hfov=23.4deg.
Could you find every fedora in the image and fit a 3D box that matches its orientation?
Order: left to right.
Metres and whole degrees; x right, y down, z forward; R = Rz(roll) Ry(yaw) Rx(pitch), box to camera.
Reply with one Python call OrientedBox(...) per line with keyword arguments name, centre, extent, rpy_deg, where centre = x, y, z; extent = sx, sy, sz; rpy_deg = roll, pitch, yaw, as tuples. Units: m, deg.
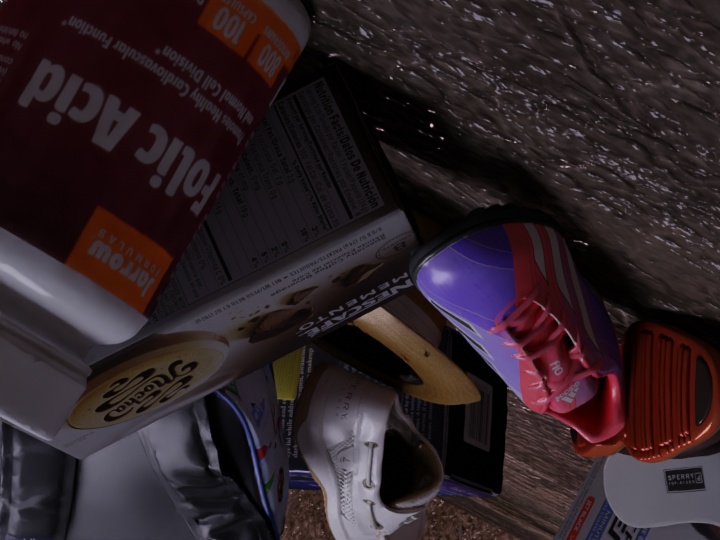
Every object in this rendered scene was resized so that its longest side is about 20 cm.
OrientedBox(name="fedora", centre=(0.000, 0.000, 0.972), extent=(0.200, 0.082, 0.201), rpy_deg=(30, 170, 6))

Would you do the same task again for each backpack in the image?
OrientedBox(name="backpack", centre=(-0.126, 0.081, 0.988), extent=(0.198, 0.155, 0.191), rpy_deg=(-1, 141, 1))

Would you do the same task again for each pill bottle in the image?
OrientedBox(name="pill bottle", centre=(-0.114, -0.043, 0.694), extent=(0.114, 0.201, 0.114), rpy_deg=(28, 172, 4))

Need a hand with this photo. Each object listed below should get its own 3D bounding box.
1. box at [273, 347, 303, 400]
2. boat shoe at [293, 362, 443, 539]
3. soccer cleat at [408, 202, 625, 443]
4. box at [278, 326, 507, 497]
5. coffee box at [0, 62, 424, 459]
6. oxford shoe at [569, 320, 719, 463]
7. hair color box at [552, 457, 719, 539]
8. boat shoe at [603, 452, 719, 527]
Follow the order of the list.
OrientedBox(name="box", centre=(-0.137, 0.040, 1.109), extent=(0.199, 0.050, 0.075), rpy_deg=(8, -169, -6))
OrientedBox(name="boat shoe", centre=(0.017, 0.129, 1.069), extent=(0.069, 0.071, 0.200), rpy_deg=(10, 152, 23))
OrientedBox(name="soccer cleat", centre=(0.083, 0.027, 0.821), extent=(0.200, 0.068, 0.074), rpy_deg=(38, -153, -62))
OrientedBox(name="box", centre=(-0.009, 0.102, 1.248), extent=(0.199, 0.105, 0.148), rpy_deg=(-1, 168, 21))
OrientedBox(name="coffee box", centre=(-0.073, 0.000, 0.794), extent=(0.080, 0.199, 0.113), rpy_deg=(64, -178, 19))
OrientedBox(name="oxford shoe", centre=(0.169, 0.066, 0.906), extent=(0.072, 0.072, 0.200), rpy_deg=(5, 174, -9))
OrientedBox(name="hair color box", centre=(0.222, 0.169, 1.115), extent=(0.064, 0.111, 0.200), rpy_deg=(34, 170, -31))
OrientedBox(name="boat shoe", centre=(0.222, 0.116, 0.991), extent=(0.063, 0.071, 0.200), rpy_deg=(-4, 179, -29))
